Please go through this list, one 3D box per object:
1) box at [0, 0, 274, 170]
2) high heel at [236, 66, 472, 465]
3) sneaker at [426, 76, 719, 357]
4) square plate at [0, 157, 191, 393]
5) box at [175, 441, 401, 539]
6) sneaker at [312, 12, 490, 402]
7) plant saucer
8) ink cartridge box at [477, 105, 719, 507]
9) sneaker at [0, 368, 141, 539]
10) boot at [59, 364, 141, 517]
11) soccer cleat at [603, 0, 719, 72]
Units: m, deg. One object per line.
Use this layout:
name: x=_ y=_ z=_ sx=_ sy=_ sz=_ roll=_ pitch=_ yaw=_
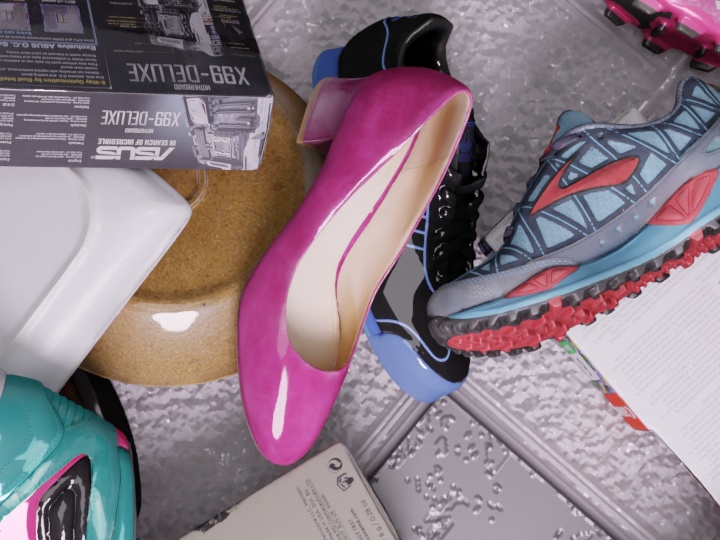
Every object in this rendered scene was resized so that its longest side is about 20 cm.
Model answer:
box: x=-0.154 y=-0.119 z=0.747 sx=0.198 sy=0.050 sz=0.159 roll=-1 pitch=45 yaw=-20
high heel: x=0.000 y=0.000 z=0.734 sx=0.067 sy=0.095 sz=0.202 roll=22 pitch=80 yaw=-41
sneaker: x=0.113 y=-0.029 z=0.760 sx=0.199 sy=0.079 sz=0.096 roll=-27 pitch=72 yaw=-9
square plate: x=-0.211 y=-0.010 z=0.755 sx=0.198 sy=0.028 sz=0.201 roll=40 pitch=94 yaw=22
box: x=-0.072 y=0.173 z=0.770 sx=0.199 sy=0.082 sz=0.069 roll=-30 pitch=67 yaw=-5
sneaker: x=0.033 y=-0.035 z=0.790 sx=0.077 sy=0.070 sz=0.202 roll=-19 pitch=83 yaw=37
plant saucer: x=-0.101 y=-0.040 z=0.788 sx=0.198 sy=0.036 sz=0.202 roll=3 pitch=67 yaw=-7
ink cartridge box: x=0.167 y=0.025 z=0.809 sx=0.109 sy=0.050 sz=0.200 roll=-40 pitch=87 yaw=-4
sneaker: x=-0.155 y=0.151 z=0.711 sx=0.120 sy=0.084 sz=0.202 roll=17 pitch=101 yaw=-15
boot: x=-0.232 y=0.089 z=0.790 sx=0.199 sy=0.068 sz=0.189 roll=-31 pitch=86 yaw=-2
soccer cleat: x=0.143 y=-0.184 z=0.817 sx=0.199 sy=0.070 sz=0.087 roll=30 pitch=85 yaw=3
